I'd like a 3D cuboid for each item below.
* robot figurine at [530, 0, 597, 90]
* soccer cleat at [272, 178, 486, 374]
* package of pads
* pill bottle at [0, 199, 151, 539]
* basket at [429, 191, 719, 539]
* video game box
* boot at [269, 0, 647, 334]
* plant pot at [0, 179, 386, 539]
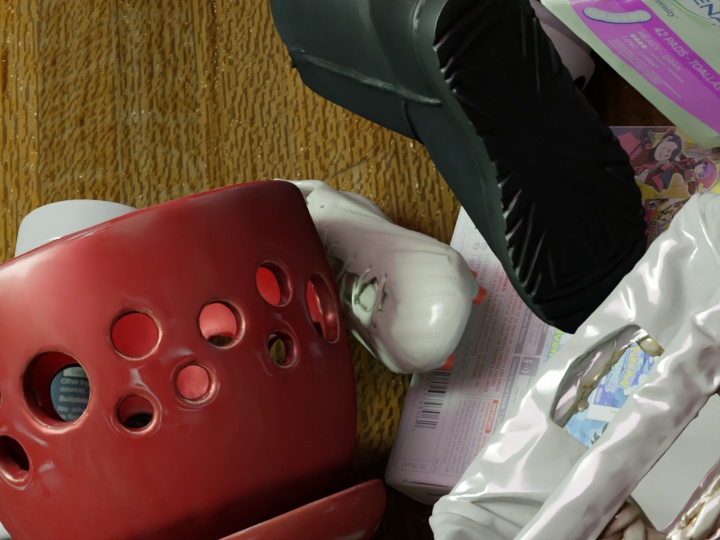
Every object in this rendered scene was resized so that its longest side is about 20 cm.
[{"bbox_3d":[0.090,-0.175,1.174,0.125,0.150,0.201,20,84,30],"label":"robot figurine"},{"bbox_3d":[0.000,0.000,1.140,0.069,0.077,0.200,-64,22,7],"label":"soccer cleat"},{"bbox_3d":[0.194,-0.129,0.969,0.200,0.154,0.068,-11,57,37],"label":"package of pads"},{"bbox_3d":[-0.155,0.070,1.236,0.119,0.120,0.201,-15,58,31],"label":"pill bottle"},{"bbox_3d":[0.150,0.091,0.907,0.198,0.161,0.200,-51,2,2],"label":"basket"},{"bbox_3d":[0.118,0.025,1.103,0.182,0.047,0.201,2,69,41],"label":"video game box"},{"bbox_3d":[0.043,-0.075,1.081,0.076,0.200,0.168,-38,30,-14],"label":"boot"},{"bbox_3d":[-0.090,0.073,1.078,0.200,0.200,0.183,-25,84,24],"label":"plant pot"}]
